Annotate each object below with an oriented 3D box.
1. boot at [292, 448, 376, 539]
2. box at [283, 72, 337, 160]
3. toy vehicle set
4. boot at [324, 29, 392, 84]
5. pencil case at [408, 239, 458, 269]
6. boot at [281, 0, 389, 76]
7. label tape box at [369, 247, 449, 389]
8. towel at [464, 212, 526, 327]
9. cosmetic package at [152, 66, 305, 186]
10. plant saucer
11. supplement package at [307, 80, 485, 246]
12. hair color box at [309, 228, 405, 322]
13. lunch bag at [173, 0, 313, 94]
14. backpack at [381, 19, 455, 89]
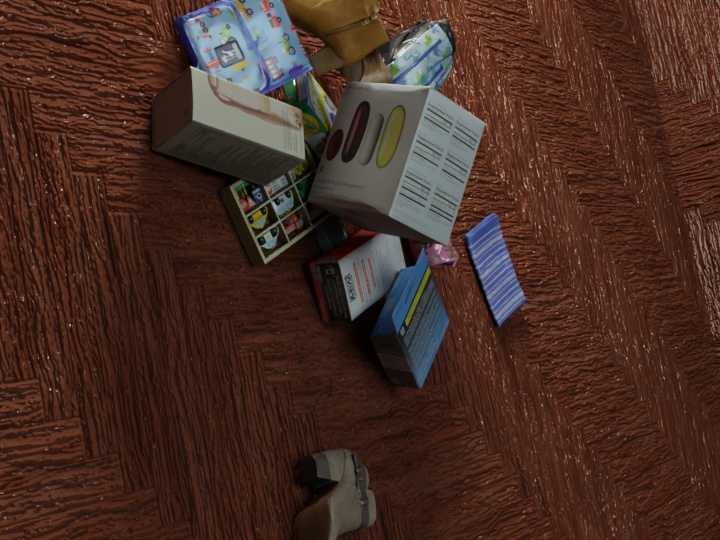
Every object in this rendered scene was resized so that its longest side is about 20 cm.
[{"bbox_3d":[-0.029,0.358,1.598,0.146,0.069,0.203,29,55,-49],"label":"boot"},{"bbox_3d":[-0.052,-0.222,1.773,0.200,0.048,0.118,52,20,-39],"label":"box"},{"bbox_3d":[-0.123,-0.105,1.663,0.200,0.026,0.126,-40,110,-48],"label":"toy vehicle set"},{"bbox_3d":[-0.012,-0.344,1.837,0.069,0.146,0.203,-1,111,-37],"label":"boot"},{"bbox_3d":[0.118,-0.100,1.978,0.083,0.085,0.203,21,56,-85],"label":"pencil case"},{"bbox_3d":[-0.050,-0.421,1.714,0.203,0.143,0.071,59,4,-19],"label":"boot"},{"bbox_3d":[0.075,0.076,1.789,0.145,0.062,0.201,-64,148,-32],"label":"label tape box"},{"bbox_3d":[0.276,-0.004,2.219,0.144,0.024,0.203,-34,106,-54],"label":"towel"},{"bbox_3d":[-0.184,-0.199,1.534,0.198,0.103,0.089,16,60,-43],"label":"cosmetic package"},{"bbox_3d":[-0.074,-0.127,1.767,0.070,0.019,0.202,-38,110,-53],"label":"plant saucer"},{"bbox_3d":[0.054,-0.166,1.678,0.146,0.190,0.203,24,82,-44],"label":"supplement package"},{"bbox_3d":[0.000,0.000,1.773,0.200,0.060,0.103,-35,116,-55],"label":"hair color box"},{"bbox_3d":[-0.189,-0.327,1.633,0.199,0.093,0.152,-36,105,-43],"label":"lunch bag"},{"bbox_3d":[0.075,-0.349,1.935,0.200,0.162,0.156,-31,99,-57],"label":"backpack"}]
